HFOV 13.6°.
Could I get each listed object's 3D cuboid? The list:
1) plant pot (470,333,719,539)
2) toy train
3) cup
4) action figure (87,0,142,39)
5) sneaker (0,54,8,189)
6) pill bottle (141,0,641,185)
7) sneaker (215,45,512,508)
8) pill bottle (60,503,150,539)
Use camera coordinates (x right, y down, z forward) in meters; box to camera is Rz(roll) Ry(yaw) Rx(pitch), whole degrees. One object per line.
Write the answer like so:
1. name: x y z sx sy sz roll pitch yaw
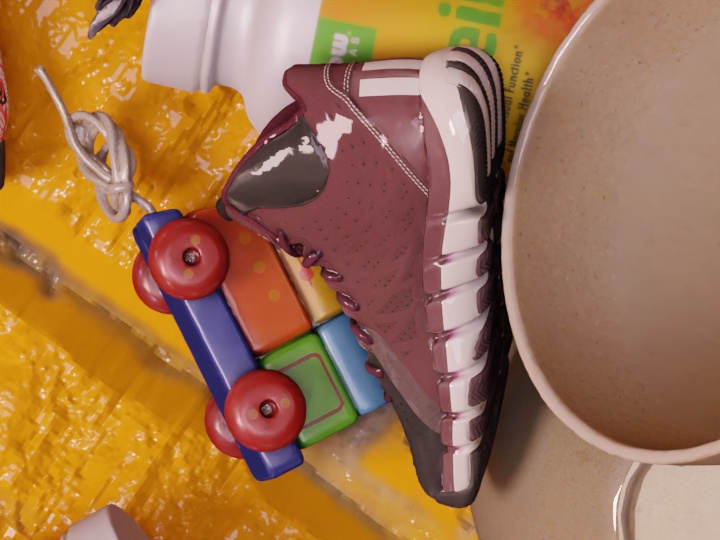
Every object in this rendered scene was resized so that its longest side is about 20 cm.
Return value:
1. plant pot: 0.145 0.093 1.254 0.200 0.134 0.201 0 96 1
2. toy train: -0.042 -0.022 1.278 0.116 0.085 0.200 -26 89 -12
3. cup: 0.172 -0.017 1.143 0.143 0.200 0.201 13 97 -38
4. action figure: -0.130 -0.170 1.201 0.102 0.200 0.119 6 113 -39
5. sneaker: -0.250 -0.087 1.274 0.201 0.067 0.108 0 95 -3
6. pill bottle: 0.015 -0.099 1.246 0.199 0.111 0.111 11 96 0
7. sneaker: 0.000 0.000 1.215 0.115 0.076 0.201 4 116 11
8. pill bottle: -0.167 0.188 1.277 0.200 0.113 0.113 -32 95 4
